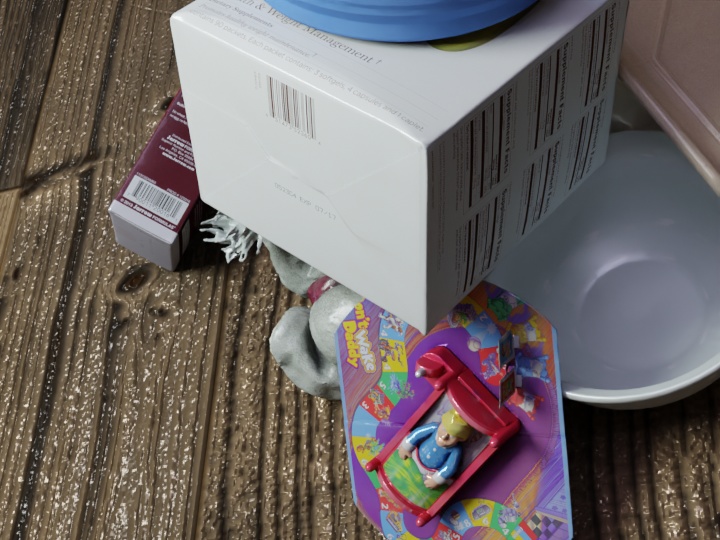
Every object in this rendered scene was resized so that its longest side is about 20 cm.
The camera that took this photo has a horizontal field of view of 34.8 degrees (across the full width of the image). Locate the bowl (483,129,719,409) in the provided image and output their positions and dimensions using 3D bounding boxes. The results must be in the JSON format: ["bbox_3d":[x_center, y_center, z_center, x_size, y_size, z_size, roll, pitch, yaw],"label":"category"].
[{"bbox_3d":[0.179,0.014,0.758,0.200,0.090,0.202,-13,54,18],"label":"bowl"}]

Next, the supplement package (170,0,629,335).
[{"bbox_3d":[0.028,-0.108,0.705,0.191,0.148,0.200,30,54,27],"label":"supplement package"}]

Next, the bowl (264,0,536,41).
[{"bbox_3d":[0.023,-0.199,0.662,0.199,0.039,0.201,-1,45,1],"label":"bowl"}]

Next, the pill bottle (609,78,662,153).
[{"bbox_3d":[0.234,-0.167,0.834,0.112,0.112,0.200,28,75,36],"label":"pill bottle"}]

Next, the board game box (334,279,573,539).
[{"bbox_3d":[0.047,0.103,0.717,0.157,0.039,0.201,0,101,31],"label":"board game box"}]

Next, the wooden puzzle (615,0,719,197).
[{"bbox_3d":[0.253,-0.150,0.744,0.199,0.037,0.185,-28,66,-13],"label":"wooden puzzle"}]

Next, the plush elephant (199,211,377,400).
[{"bbox_3d":[0.000,0.000,0.825,0.200,0.155,0.165,-26,-3,-40],"label":"plush elephant"}]

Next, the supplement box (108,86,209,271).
[{"bbox_3d":[-0.135,-0.108,0.965,0.061,0.109,0.201,28,75,-2],"label":"supplement box"}]
